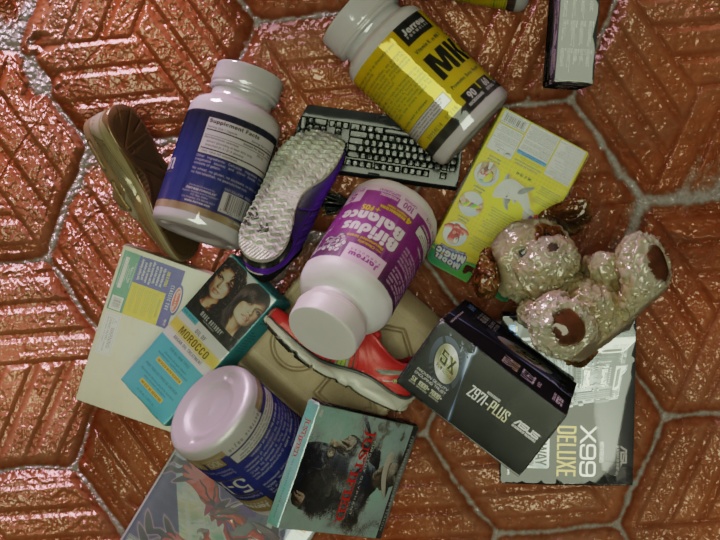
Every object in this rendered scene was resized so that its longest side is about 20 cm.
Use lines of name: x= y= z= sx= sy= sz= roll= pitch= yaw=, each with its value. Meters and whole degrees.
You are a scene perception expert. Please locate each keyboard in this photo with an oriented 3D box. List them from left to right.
keyboard: x=0.017 y=-0.121 z=1.618 sx=0.199 sy=0.021 sz=0.128 roll=8 pitch=96 yaw=3

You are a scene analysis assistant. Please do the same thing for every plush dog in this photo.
plush dog: x=0.219 y=0.013 z=1.531 sx=0.200 sy=0.161 sz=0.172 roll=-33 pitch=74 yaw=-24

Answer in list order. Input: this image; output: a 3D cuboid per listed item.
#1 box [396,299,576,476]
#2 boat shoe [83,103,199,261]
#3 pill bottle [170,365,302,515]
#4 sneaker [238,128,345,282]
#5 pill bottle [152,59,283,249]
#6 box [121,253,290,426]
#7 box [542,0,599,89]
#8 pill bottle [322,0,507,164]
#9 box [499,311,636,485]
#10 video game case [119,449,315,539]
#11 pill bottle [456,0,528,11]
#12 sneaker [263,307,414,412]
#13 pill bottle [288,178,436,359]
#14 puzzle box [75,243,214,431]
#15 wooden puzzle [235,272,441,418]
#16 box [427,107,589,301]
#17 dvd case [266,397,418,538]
box: x=0.142 y=0.122 z=1.494 sx=0.164 sy=0.200 sz=0.086 roll=38 pitch=101 yaw=7
boat shoe: x=-0.257 y=-0.099 z=1.619 sx=0.064 sy=0.071 sz=0.201 roll=-17 pitch=105 yaw=39
pill bottle: x=-0.111 y=0.210 z=1.569 sx=0.120 sy=0.120 sz=0.200 roll=-41 pitch=124 yaw=6
sneaker: x=-0.081 y=-0.071 z=1.578 sx=0.069 sy=0.100 sz=0.201 roll=24 pitch=62 yaw=14
pill bottle: x=-0.157 y=-0.134 z=1.571 sx=0.111 sy=0.111 sz=0.201 roll=18 pitch=80 yaw=2
box: x=-0.181 y=0.083 z=1.597 sx=0.082 sy=0.049 sz=0.200 roll=43 pitch=96 yaw=16
box: x=0.236 y=-0.304 z=1.517 sx=0.043 sy=0.160 sz=0.201 roll=4 pitch=95 yaw=3
pill bottle: x=0.060 y=-0.227 z=1.555 sx=0.200 sy=0.114 sz=0.114 roll=43 pitch=96 yaw=3
box: x=0.243 y=0.150 z=1.614 sx=0.157 sy=0.050 sz=0.201 roll=1 pitch=95 yaw=4
video game case: x=-0.177 y=0.328 z=1.669 sx=0.199 sy=0.023 sz=0.183 roll=32 pitch=96 yaw=0
pill bottle: x=0.100 y=-0.362 z=1.545 sx=0.199 sy=0.109 sz=0.110 roll=12 pitch=96 yaw=2
sneaker: x=-0.017 y=0.086 z=1.577 sx=0.199 sy=0.077 sz=0.085 roll=29 pitch=87 yaw=-11
pill bottle: x=0.000 y=0.000 z=1.529 sx=0.112 sy=0.112 sz=0.200 roll=31 pitch=53 yaw=0
puzzle box: x=-0.250 y=0.082 z=1.649 sx=0.132 sy=0.025 sz=0.201 roll=19 pitch=96 yaw=2
wooden puzzle: x=-0.020 y=0.088 z=1.629 sx=0.185 sy=0.046 sz=0.200 roll=41 pitch=92 yaw=-1
box: x=0.169 y=-0.075 z=1.600 sx=0.117 sy=0.048 sz=0.201 roll=28 pitch=94 yaw=-1
dvd case: x=-0.016 y=0.231 z=1.570 sx=0.022 sy=0.200 sz=0.147 roll=18 pitch=88 yaw=37
